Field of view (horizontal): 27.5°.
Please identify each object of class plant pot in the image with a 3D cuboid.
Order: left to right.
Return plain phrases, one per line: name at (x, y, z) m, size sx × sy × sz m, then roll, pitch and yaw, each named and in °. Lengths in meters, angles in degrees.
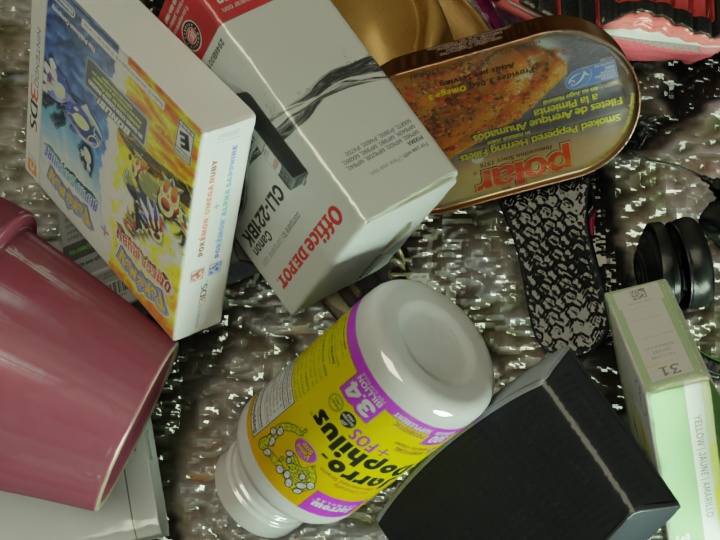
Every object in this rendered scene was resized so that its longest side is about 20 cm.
plant pot at (-0.229, 0.066, 0.988) m, size 0.179 × 0.200 × 0.200 m, roll 25°, pitch 81°, yaw -1°

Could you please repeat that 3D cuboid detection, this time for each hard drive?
hard drive at (-0.247, 0.149, 1.071) m, size 0.200 × 0.027 × 0.132 m, roll -14°, pitch 74°, yaw 6°
hard drive at (0.097, 0.154, 0.949) m, size 0.200 × 0.042 × 0.135 m, roll -46°, pitch 69°, yaw 37°

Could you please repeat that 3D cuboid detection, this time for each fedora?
fedora at (0.013, -0.156, 1.062) m, size 0.200 × 0.082 × 0.201 m, roll 0°, pitch 67°, yaw 1°

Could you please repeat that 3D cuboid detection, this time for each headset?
headset at (0.240, -0.019, 1.025) m, size 0.123 × 0.094 × 0.200 m, roll -30°, pitch 89°, yaw -4°

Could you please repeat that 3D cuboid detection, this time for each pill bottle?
pill bottle at (-0.012, 0.099, 0.967) m, size 0.200 × 0.104 × 0.104 m, roll -43°, pitch 69°, yaw 36°

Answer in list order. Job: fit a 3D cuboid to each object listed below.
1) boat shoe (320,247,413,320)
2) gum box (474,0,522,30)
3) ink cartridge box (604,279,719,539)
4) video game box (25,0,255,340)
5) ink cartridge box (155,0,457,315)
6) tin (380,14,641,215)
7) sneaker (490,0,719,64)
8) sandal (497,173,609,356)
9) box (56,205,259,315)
boat shoe at (0.000, 0.000, 1.045) m, size 0.073 × 0.074 × 0.200 m, roll -43°, pitch 75°, yaw -3°
gum box at (0.109, -0.279, 1.101) m, size 0.113 × 0.066 × 0.200 m, roll -29°, pitch 74°, yaw 0°
ink cartridge box at (0.203, 0.120, 0.898) m, size 0.048 × 0.146 × 0.200 m, roll -14°, pitch 36°, yaw 4°
video game box at (-0.153, -0.083, 0.973) m, size 0.047 × 0.182 × 0.200 m, roll -25°, pitch 55°, yaw -32°
ink cartridge box at (-0.048, -0.091, 0.952) m, size 0.084 × 0.144 × 0.200 m, roll -32°, pitch 80°, yaw -32°
tin at (0.087, -0.104, 0.994) m, size 0.200 × 0.042 × 0.112 m, roll -14°, pitch 117°, yaw 8°
sneaker at (0.171, -0.178, 1.036) m, size 0.200 × 0.087 × 0.074 m, roll 10°, pitch 69°, yaw -10°
sandal at (0.136, -0.038, 1.054) m, size 0.075 × 0.045 × 0.200 m, roll -8°, pitch 89°, yaw 13°
box at (-0.155, -0.074, 1.076) m, size 0.156 × 0.041 × 0.200 m, roll -21°, pitch 72°, yaw 28°
